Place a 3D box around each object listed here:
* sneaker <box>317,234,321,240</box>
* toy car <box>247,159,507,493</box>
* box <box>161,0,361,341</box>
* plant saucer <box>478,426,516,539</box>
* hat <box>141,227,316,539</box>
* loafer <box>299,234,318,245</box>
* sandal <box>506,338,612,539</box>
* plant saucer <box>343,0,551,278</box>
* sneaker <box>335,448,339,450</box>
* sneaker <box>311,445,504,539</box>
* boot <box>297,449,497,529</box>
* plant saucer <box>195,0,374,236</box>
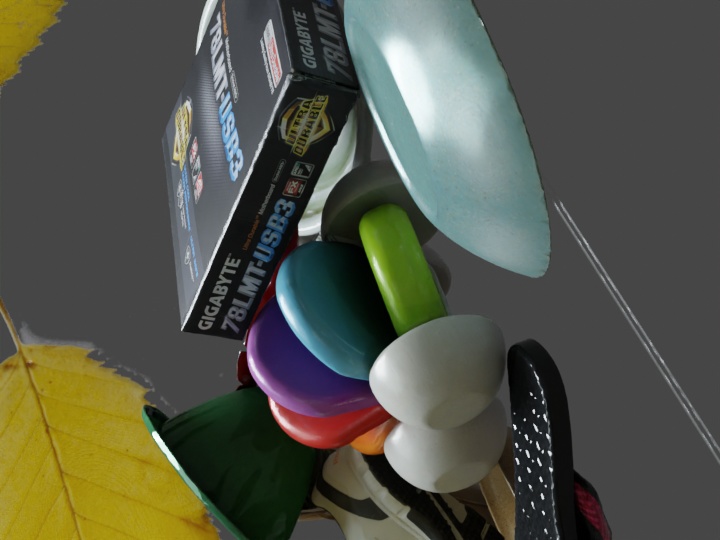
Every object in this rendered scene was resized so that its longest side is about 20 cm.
[{"bbox_3d":[-0.039,-0.080,1.056,0.076,0.091,0.202,-133,21,-78],"label":"sneaker"},{"bbox_3d":[0.003,0.045,0.751,0.201,0.148,0.177,79,173,-56],"label":"toy car"},{"bbox_3d":[-0.071,-0.096,0.751,0.201,0.049,0.200,-104,32,-45],"label":"box"},{"bbox_3d":[0.128,0.189,0.842,0.200,0.035,0.202,156,91,-85],"label":"plant saucer"},{"bbox_3d":[-0.046,0.101,0.866,0.166,0.176,0.200,45,173,16],"label":"hat"},{"bbox_3d":[-0.067,-0.110,0.960,0.070,0.069,0.203,-33,56,52],"label":"loafer"},{"bbox_3d":[0.120,0.133,0.687,0.075,0.044,0.203,-136,36,-63],"label":"sandal"},{"bbox_3d":[0.031,-0.082,0.583,0.201,0.038,0.203,155,91,-86],"label":"plant saucer"},{"bbox_3d":[0.002,0.108,0.931,0.099,0.078,0.201,28,161,26],"label":"sneaker"},{"bbox_3d":[0.046,0.200,0.856,0.201,0.080,0.074,51,-146,1],"label":"sneaker"},{"bbox_3d":[0.009,0.195,0.998,0.174,0.198,0.067,-7,69,53],"label":"boot"},{"bbox_3d":[-0.046,-0.128,0.865,0.199,0.050,0.203,24,122,45],"label":"plant saucer"}]
